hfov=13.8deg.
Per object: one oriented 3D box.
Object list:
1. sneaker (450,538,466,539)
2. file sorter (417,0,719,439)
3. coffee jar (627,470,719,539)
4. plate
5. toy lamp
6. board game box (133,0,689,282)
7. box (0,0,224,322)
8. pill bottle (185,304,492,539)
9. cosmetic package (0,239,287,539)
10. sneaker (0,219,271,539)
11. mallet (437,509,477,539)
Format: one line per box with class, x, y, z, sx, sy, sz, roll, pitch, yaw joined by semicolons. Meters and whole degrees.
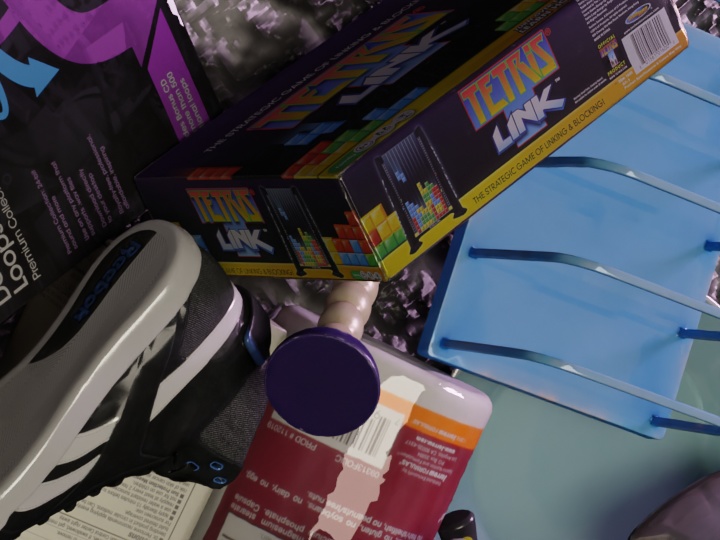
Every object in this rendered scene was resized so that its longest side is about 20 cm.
sneaker;0.049;0.162;1.366;0.200;0.073;0.071;4;114;-46
file sorter;0.140;-0.031;1.425;0.138;0.123;0.201;20;83;-23
coffee jar;0.192;0.208;1.516;0.104;0.085;0.201;-30;126;-34
plate;0.118;0.094;1.516;0.199;0.026;0.201;-5;104;-21
toy lamp;0.000;0.000;1.359;0.058;0.200;0.058;4;118;7
board game box;0.022;-0.071;1.334;0.200;0.165;0.057;-38;113;-30
box;-0.154;-0.069;1.318;0.200;0.036;0.143;-40;116;-36
pill bottle;-0.027;0.129;1.413;0.114;0.114;0.201;24;92;-25
cosmetic package;-0.127;0.091;1.385;0.103;0.073;0.201;26;91;-25
sneaker;-0.113;0.084;1.309;0.200;0.073;0.112;-47;127;0
mallet;0.059;0.212;1.466;0.066;0.041;0.201;-27;115;-10
